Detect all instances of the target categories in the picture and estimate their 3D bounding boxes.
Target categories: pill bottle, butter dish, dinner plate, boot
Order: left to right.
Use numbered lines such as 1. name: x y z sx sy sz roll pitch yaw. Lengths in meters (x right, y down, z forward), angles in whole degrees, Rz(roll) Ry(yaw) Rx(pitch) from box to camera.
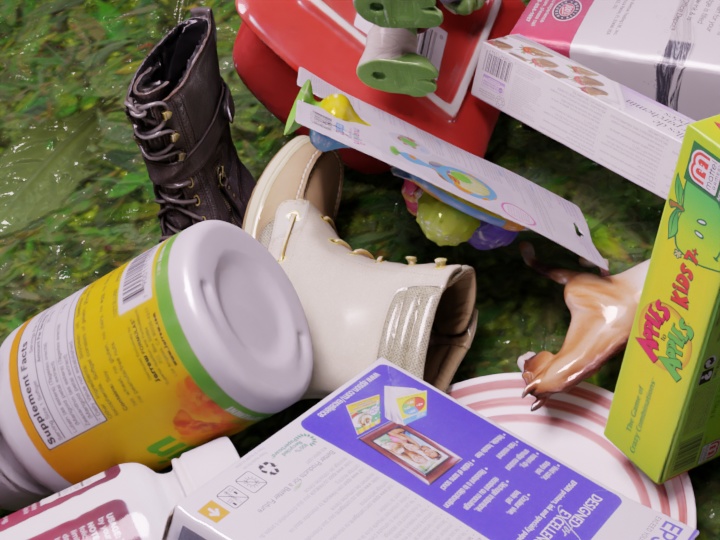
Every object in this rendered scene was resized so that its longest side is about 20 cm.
1. pill bottle: -0.141 0.171 0.828 0.199 0.114 0.114 -24 46 -9
2. pill bottle: -0.135 0.062 0.896 0.200 0.111 0.111 -28 40 26
3. boot: -0.115 -0.043 0.981 0.069 0.175 0.201 2 48 15
4. butter dish: -0.008 -0.151 1.086 0.148 0.200 0.200 -34 26 46
5. boot: 0.000 0.000 0.971 0.154 0.072 0.201 -1 53 26
6. dinner plate: 0.082 0.139 0.869 0.199 0.024 0.201 -6 46 6

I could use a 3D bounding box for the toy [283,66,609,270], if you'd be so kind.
1. toy: 0.044 -0.048 0.945 0.199 0.047 0.115 28 18 -12

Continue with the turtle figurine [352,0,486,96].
1. turtle figurine: 0.067 -0.208 0.979 0.199 0.144 0.195 27 58 -21

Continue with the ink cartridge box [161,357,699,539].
1. ink cartridge box: 0.039 0.134 0.770 0.199 0.044 0.198 27 29 21

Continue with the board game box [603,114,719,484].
1. board game box: 0.197 0.009 0.824 0.101 0.201 0.048 -19 44 -31

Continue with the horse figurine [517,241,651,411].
1. horse figurine: 0.179 0.008 0.936 0.199 0.050 0.133 -12 28 1

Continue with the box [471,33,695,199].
1. box: 0.154 -0.090 0.981 0.039 0.042 0.200 -18 39 -42

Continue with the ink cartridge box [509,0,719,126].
1. ink cartridge box: 0.221 -0.156 1.071 0.199 0.085 0.145 13 52 25
